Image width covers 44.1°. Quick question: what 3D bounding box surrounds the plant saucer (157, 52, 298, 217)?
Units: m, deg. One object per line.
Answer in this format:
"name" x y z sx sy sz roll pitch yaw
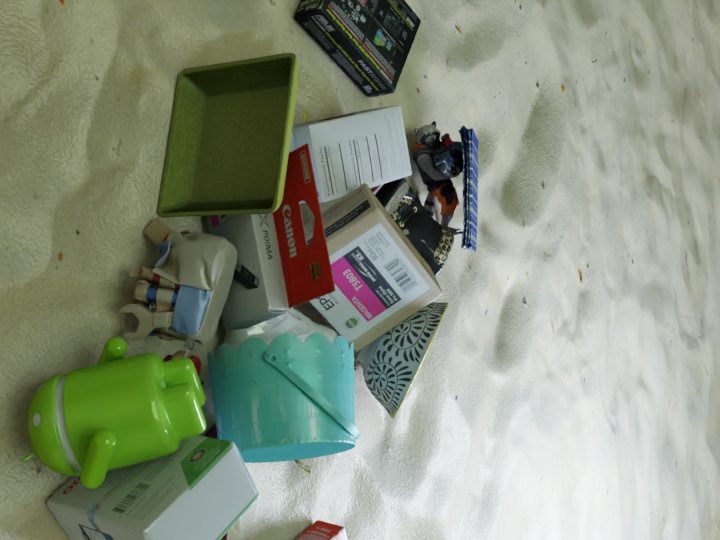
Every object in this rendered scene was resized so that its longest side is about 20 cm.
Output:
"plant saucer" -0.158 -0.162 1.127 0.048 0.199 0.202 20 74 -55

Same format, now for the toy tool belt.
"toy tool belt" -0.238 0.040 1.109 0.125 0.122 0.202 63 42 -75

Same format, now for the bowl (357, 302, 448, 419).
"bowl" 0.054 0.121 1.394 0.202 0.094 0.201 -63 175 -10

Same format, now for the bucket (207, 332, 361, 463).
"bucket" -0.097 0.169 1.151 0.206 0.206 0.136 12 65 -46

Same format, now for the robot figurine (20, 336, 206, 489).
"robot figurine" -0.276 0.160 0.990 0.176 0.198 0.116 -104 -178 -52

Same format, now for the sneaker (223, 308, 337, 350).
"sneaker" -0.105 0.074 1.260 0.199 0.074 0.101 4 87 -47

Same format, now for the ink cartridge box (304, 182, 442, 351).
"ink cartridge box" 0.000 0.000 1.289 0.200 0.164 0.075 49 10 -36

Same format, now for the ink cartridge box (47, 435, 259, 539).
"ink cartridge box" -0.239 0.260 1.018 0.145 0.199 0.088 -44 123 -40

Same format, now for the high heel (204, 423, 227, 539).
"high heel" -0.178 0.288 1.157 0.067 0.096 0.202 32 66 -41

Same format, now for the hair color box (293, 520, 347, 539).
"hair color box" -0.092 0.463 1.269 0.199 0.064 0.112 -30 111 -42

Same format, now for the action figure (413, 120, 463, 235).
"action figure" 0.127 -0.153 1.505 0.200 0.104 0.195 -25 103 -71

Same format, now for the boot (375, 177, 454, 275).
"boot" 0.052 -0.028 1.400 0.150 0.073 0.201 40 74 -28

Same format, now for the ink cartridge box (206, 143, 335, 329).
"ink cartridge box" -0.122 -0.043 1.141 0.043 0.173 0.202 3 71 -47

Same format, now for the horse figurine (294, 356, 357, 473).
"horse figurine" -0.084 0.195 1.289 0.132 0.050 0.201 37 70 -21

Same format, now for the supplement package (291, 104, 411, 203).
"supplement package" -0.033 -0.172 1.318 0.199 0.113 0.111 -22 106 -45

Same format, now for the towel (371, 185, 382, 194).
"towel" 0.053 -0.047 1.476 0.144 0.023 0.201 -43 119 -40

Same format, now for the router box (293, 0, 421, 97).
"router box" 0.000 -0.394 1.400 0.200 0.062 0.151 41 59 -39

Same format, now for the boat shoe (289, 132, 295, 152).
"boat shoe" -0.141 -0.103 1.234 0.071 0.069 0.202 -3 101 -51

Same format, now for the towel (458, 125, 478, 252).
"towel" 0.182 -0.133 1.496 0.145 0.024 0.202 4 87 -78
